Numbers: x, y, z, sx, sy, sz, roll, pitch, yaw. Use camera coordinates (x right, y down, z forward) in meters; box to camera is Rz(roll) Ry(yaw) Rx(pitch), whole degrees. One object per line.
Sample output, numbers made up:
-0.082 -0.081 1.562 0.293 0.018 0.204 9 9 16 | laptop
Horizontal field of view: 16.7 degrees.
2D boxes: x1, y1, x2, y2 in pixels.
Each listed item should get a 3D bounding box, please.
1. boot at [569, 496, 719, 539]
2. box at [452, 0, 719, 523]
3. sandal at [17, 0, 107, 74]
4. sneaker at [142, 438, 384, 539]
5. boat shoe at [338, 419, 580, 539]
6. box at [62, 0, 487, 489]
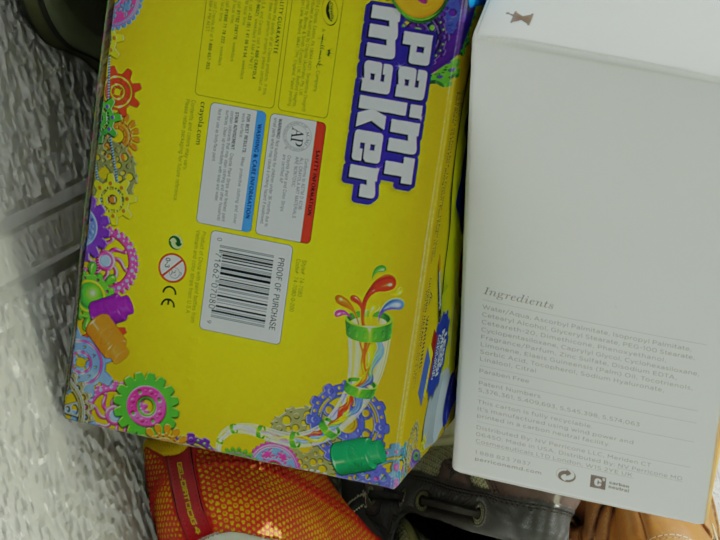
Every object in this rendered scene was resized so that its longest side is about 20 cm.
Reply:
0.130 0.123 1.052 0.156 0.076 0.201 -111 -179 -51 | boot
0.095 -0.030 0.862 0.125 0.097 0.201 -67 163 -45 | box
-0.080 -0.106 0.925 0.201 0.057 0.080 53 29 -55 | sandal
-0.018 0.103 0.934 0.200 0.073 0.078 49 23 -61 | sneaker
0.035 0.098 1.008 0.201 0.071 0.066 148 -41 -64 | boat shoe
-0.009 -0.052 0.884 0.193 0.121 0.202 -39 138 -73 | box
